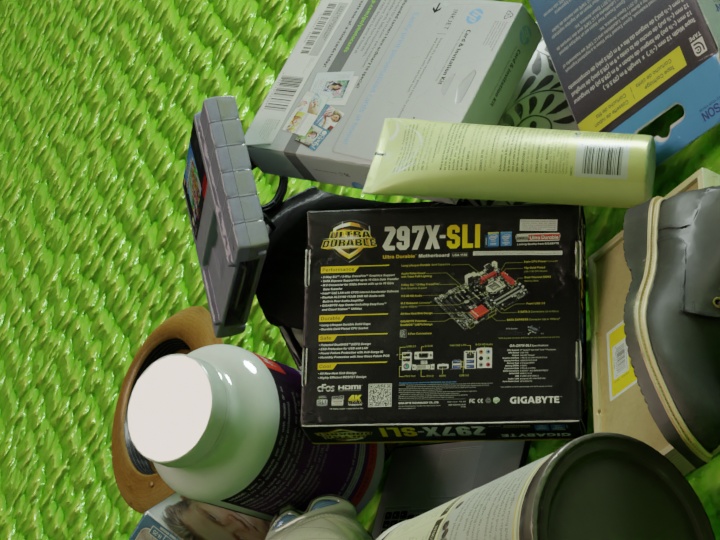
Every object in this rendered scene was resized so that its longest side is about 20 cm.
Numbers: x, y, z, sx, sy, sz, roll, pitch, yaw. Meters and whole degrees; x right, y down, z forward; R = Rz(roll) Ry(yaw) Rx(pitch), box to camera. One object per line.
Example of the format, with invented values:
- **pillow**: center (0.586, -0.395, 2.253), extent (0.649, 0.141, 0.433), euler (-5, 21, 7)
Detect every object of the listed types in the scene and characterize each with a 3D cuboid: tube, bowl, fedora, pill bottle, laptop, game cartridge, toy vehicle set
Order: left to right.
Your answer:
- **fedora**: center (-0.149, 0.132, 2.060), extent (0.200, 0.081, 0.202), euler (-35, 44, 43)
- **game cartridge**: center (-0.109, -0.040, 1.795), extent (0.200, 0.038, 0.131), euler (111, 143, -67)
- **pill bottle**: center (-0.076, 0.119, 1.656), extent (0.112, 0.199, 0.114), euler (-11, 69, 32)
- **laptop**: center (0.007, 0.201, 1.663), extent (0.187, 0.115, 0.202), euler (-12, 58, 59)
- **bowl**: center (0.102, -0.117, 1.768), extent (0.201, 0.094, 0.202), euler (-42, 35, 39)
- **tube**: center (0.105, -0.074, 1.596), extent (0.058, 0.198, 0.052), euler (-20, -67, -76)
- **toy vehicle set**: center (0.201, 0.045, 1.520), extent (0.124, 0.026, 0.201), euler (-40, 36, 43)

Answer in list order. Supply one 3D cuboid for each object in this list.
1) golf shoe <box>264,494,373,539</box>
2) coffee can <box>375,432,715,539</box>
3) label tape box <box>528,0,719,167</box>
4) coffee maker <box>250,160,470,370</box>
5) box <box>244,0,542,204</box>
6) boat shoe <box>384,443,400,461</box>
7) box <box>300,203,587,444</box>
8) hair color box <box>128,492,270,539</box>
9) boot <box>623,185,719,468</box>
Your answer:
- **golf shoe**: center (-0.081, 0.237, 1.614), extent (0.199, 0.078, 0.097), euler (-36, 21, 14)
- **coffee can**: center (0.106, 0.200, 1.439), extent (0.200, 0.146, 0.148), euler (-31, 42, 50)
- **label tape box**: center (0.204, -0.172, 1.630), extent (0.143, 0.066, 0.201), euler (-37, 67, 45)
- **coffee maker**: center (0.000, 0.000, 1.758), extent (0.135, 0.192, 0.199), euler (-56, 24, -16)
- **box**: center (0.022, -0.135, 1.726), extent (0.199, 0.041, 0.157), euler (9, 64, 42)
- **boat shoe**: center (-0.036, 0.142, 1.819), extent (0.068, 0.072, 0.200), euler (-53, 15, -28)
- **box**: center (0.059, 0.037, 1.602), extent (0.049, 0.198, 0.161), euler (66, -157, -67)
- **hair color box**: center (-0.104, 0.213, 1.775), extent (0.061, 0.100, 0.200), euler (-57, -9, 17)
- **boot**: center (0.236, 0.011, 1.406), extent (0.138, 0.077, 0.201), euler (-24, 47, 24)
